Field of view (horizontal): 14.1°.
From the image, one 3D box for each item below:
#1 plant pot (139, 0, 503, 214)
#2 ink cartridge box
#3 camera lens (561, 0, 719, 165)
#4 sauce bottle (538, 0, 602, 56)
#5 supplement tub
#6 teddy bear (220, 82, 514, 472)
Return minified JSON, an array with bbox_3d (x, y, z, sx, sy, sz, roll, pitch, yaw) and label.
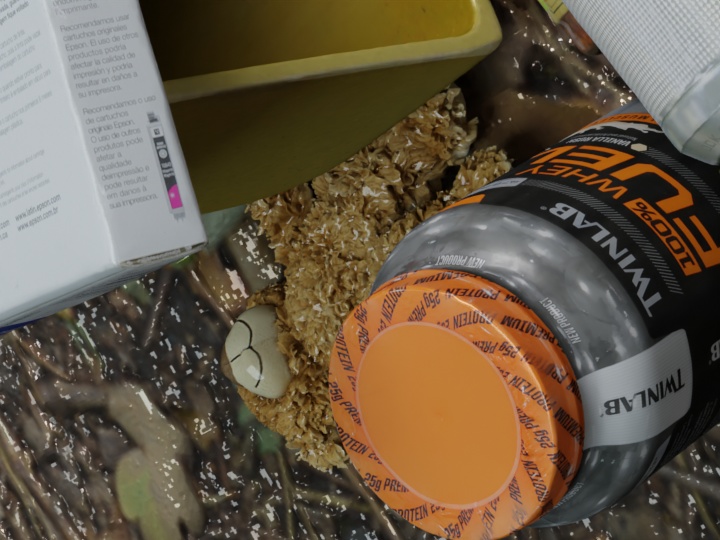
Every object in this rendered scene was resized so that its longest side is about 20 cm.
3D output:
[{"bbox_3d":[-0.104,-0.106,1.146,0.200,0.195,0.194,-44,65,47],"label":"plant pot"},{"bbox_3d":[-0.136,-0.080,1.003,0.196,0.043,0.200,-19,85,58],"label":"ink cartridge box"},{"bbox_3d":[0.125,-0.149,0.984,0.200,0.160,0.160,53,132,6],"label":"camera lens"},{"bbox_3d":[0.049,-0.175,1.095,0.200,0.066,0.066,51,132,6],"label":"sauce bottle"},{"bbox_3d":[0.084,0.016,1.065,0.122,0.200,0.123,16,119,31],"label":"supplement tub"},{"bbox_3d":[0.000,0.000,1.213,0.200,0.067,0.145,-29,89,42],"label":"teddy bear"}]
